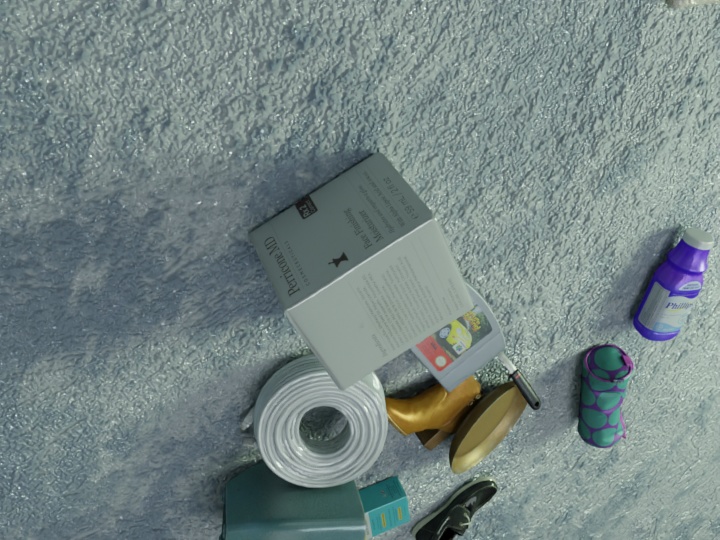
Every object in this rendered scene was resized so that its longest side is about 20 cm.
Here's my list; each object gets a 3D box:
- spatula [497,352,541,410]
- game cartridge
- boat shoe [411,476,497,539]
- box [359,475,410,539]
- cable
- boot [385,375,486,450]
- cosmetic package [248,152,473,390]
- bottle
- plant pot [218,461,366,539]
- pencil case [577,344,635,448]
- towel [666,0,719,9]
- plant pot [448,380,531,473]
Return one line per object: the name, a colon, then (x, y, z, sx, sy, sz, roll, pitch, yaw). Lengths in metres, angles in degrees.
spatula: (0.235, 0.150, 1.177, 0.056, 0.021, 0.201, -40, 105, -11)
game cartridge: (0.130, 0.082, 1.090, 0.133, 0.041, 0.200, -41, 121, 2)
boat shoe: (0.192, 0.478, 1.418, 0.200, 0.068, 0.072, -42, 129, 6)
box: (-0.013, 0.441, 1.301, 0.198, 0.049, 0.083, -19, 130, -12)
cable: (-0.057, 0.218, 1.067, 0.198, 0.069, 0.202, 26, 104, -15)
boot: (0.116, 0.204, 1.182, 0.144, 0.071, 0.201, -46, 134, 4)
cosmetic package: (0.000, 0.000, 0.901, 0.199, 0.165, 0.166, -32, 132, -2)
bottle: (0.533, 0.025, 1.243, 0.082, 0.066, 0.202, -3, 125, -22)
plant pot: (-0.114, 0.404, 1.118, 0.197, 0.197, 0.198, 3, 109, -12)
pencil case: (0.448, 0.234, 1.345, 0.091, 0.086, 0.202, -1, 131, 10)
towel: (0.479, -0.404, 0.917, 0.197, 0.035, 0.134, -14, 129, -15)
plant pot: (0.217, 0.262, 1.257, 0.199, 0.027, 0.201, -33, 146, -25)
